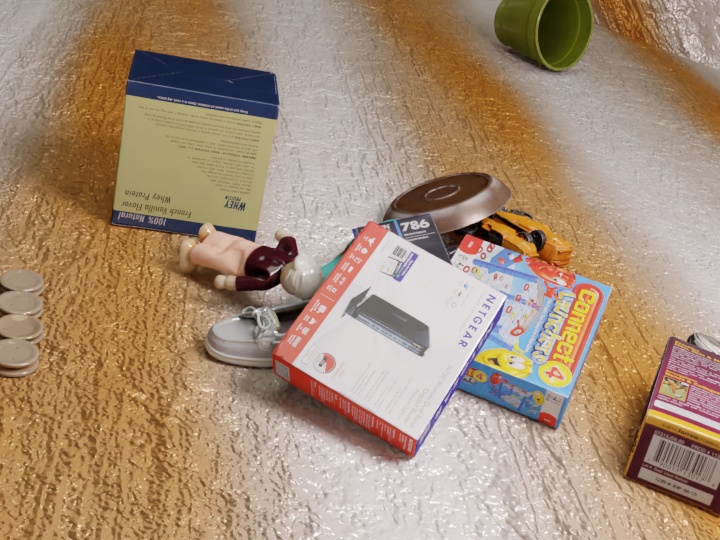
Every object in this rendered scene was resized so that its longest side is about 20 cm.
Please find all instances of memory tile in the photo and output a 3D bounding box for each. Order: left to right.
[{"bbox_3d":[-0.415,0.048,1.109,0.151,0.017,0.201,5,27,-17],"label":"memory tile"}]

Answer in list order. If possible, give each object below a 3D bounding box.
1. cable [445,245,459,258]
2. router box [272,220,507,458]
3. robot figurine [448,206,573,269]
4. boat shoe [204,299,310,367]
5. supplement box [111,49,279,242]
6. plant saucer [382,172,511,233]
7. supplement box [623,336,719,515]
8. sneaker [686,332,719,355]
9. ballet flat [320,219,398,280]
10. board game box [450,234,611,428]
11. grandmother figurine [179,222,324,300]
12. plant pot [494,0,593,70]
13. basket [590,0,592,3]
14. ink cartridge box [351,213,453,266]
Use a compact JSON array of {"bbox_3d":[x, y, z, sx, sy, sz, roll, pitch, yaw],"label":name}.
[{"bbox_3d":[0.118,0.003,1.404,0.197,0.051,0.164,9,27,-8],"label":"cable"},{"bbox_3d":[0.033,0.068,1.115,0.178,0.049,0.201,28,61,14],"label":"router box"},{"bbox_3d":[0.206,-0.051,1.528,0.144,0.059,0.199,-7,27,-35],"label":"robot figurine"},{"bbox_3d":[-0.077,0.060,1.177,0.199,0.065,0.075,-4,30,-13],"label":"boat shoe"},{"bbox_3d":[-0.223,-0.166,1.404,0.197,0.202,0.135,8,27,-11],"label":"supplement box"},{"bbox_3d":[0.122,-0.102,1.529,0.198,0.032,0.201,-15,21,6],"label":"plant saucer"},{"bbox_3d":[0.374,0.167,1.165,0.109,0.087,0.200,21,28,15],"label":"supplement box"},{"bbox_3d":[0.518,0.113,1.338,0.198,0.086,0.078,15,27,6],"label":"sneaker"},{"bbox_3d":[0.000,0.000,1.321,0.069,0.070,0.200,27,41,25],"label":"ballet flat"},{"bbox_3d":[0.178,0.066,1.242,0.194,0.056,0.201,20,45,14],"label":"board game box"},{"bbox_3d":[-0.123,-0.008,1.260,0.198,0.061,0.122,18,55,35],"label":"grandmother figurine"},{"bbox_3d":[0.443,-0.615,2.601,0.199,0.203,0.192,-8,21,-35],"label":"plant pot"},{"bbox_3d":[0.531,-0.677,2.800,0.148,0.144,0.200,21,27,14],"label":"basket"},{"bbox_3d":[0.053,-0.012,1.249,0.098,0.040,0.201,-12,40,-8],"label":"ink cartridge box"}]
